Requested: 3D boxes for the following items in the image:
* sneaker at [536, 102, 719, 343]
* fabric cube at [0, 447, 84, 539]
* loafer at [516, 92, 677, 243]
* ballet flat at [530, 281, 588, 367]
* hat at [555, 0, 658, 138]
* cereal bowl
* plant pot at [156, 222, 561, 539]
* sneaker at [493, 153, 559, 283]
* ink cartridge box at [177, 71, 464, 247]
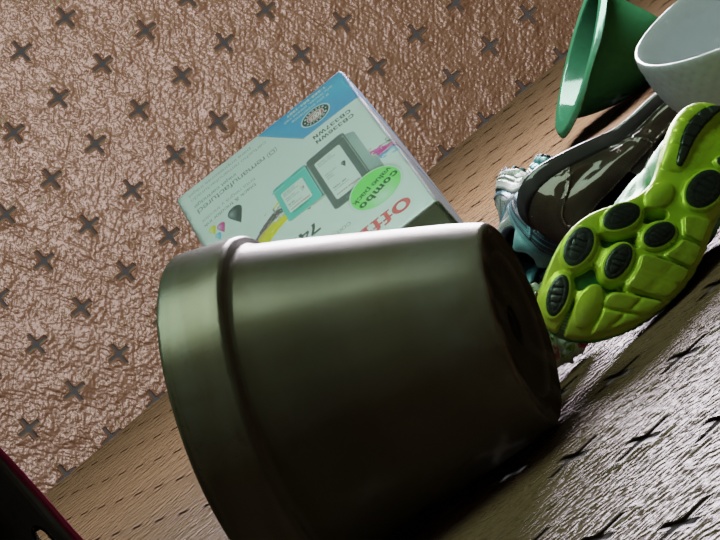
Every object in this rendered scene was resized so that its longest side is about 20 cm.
[{"bbox_3d":[0.172,-0.015,1.544,0.200,0.074,0.084,-45,-17,-35],"label":"sneaker"},{"bbox_3d":[-0.284,0.246,1.686,0.200,0.196,0.199,-42,4,-28],"label":"fabric cube"},{"bbox_3d":[0.209,-0.071,1.816,0.200,0.071,0.073,-32,-39,-3],"label":"loafer"},{"bbox_3d":[0.035,0.027,1.541,0.064,0.200,0.076,80,-168,-53],"label":"ballet flat"},{"bbox_3d":[0.310,-0.214,2.684,0.166,0.176,0.200,-138,62,-84],"label":"hat"},{"bbox_3d":[0.287,-0.157,1.730,0.200,0.083,0.200,-30,15,9],"label":"cereal bowl"},{"bbox_3d":[0.010,0.058,1.427,0.173,0.200,0.200,-19,10,15],"label":"plant pot"},{"bbox_3d":[0.123,-0.029,1.944,0.086,0.078,0.200,-60,-1,-9],"label":"sneaker"},{"bbox_3d":[0.000,0.000,1.708,0.147,0.146,0.200,-38,34,2],"label":"ink cartridge box"}]
